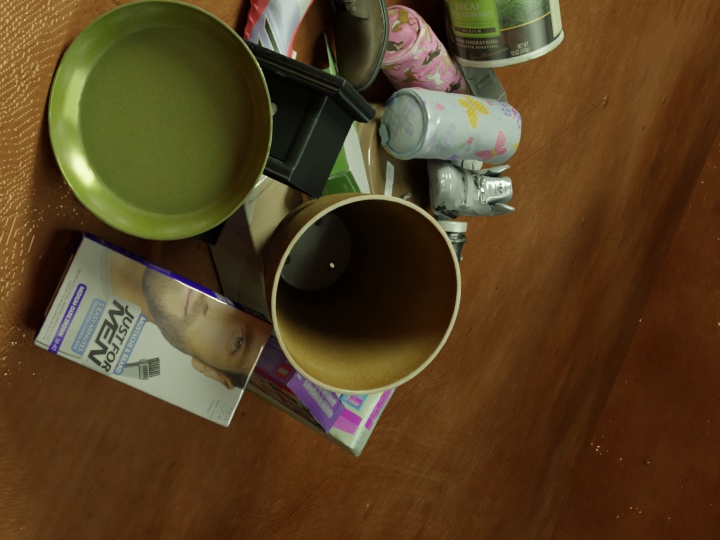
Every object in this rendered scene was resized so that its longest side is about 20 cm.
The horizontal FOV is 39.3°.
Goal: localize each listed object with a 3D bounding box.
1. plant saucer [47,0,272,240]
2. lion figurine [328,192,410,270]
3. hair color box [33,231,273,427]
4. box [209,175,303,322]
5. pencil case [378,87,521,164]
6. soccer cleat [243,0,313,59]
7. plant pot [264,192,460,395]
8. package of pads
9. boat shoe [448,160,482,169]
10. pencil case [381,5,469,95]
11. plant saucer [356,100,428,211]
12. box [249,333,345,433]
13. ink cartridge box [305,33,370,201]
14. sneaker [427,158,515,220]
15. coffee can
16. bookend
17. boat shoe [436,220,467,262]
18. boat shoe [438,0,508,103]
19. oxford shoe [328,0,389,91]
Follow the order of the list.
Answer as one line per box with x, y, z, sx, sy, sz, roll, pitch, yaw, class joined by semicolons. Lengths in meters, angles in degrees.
-0.170;-0.129;0.872;0.031;0.197;0.203;-56;166;-81;plant saucer
0.000;0.000;1.186;0.199;0.072;0.124;-32;122;-31;lion figurine
-0.195;0.056;0.957;0.198;0.065;0.111;26;89;-18;hair color box
-0.115;-0.045;1.125;0.095;0.077;0.202;-48;148;-30;box
0.116;-0.177;1.274;0.198;0.084;0.091;-4;150;-42;pencil case
-0.094;-0.255;1.035;0.076;0.067;0.202;26;95;-31;soccer cleat
-0.024;-0.001;1.007;0.183;0.200;0.190;-5;107;-19;plant pot
-0.049;0.106;1.225;0.156;0.198;0.068;-58;163;-14;package of pads
0.145;-0.164;1.476;0.066;0.074;0.201;-15;145;-13;boat shoe
0.071;-0.256;1.279;0.087;0.083;0.200;-51;152;1;pencil case
0.041;-0.119;1.299;0.199;0.029;0.204;17;70;-59;plant saucer
-0.119;0.091;1.094;0.039;0.198;0.137;-54;150;-15;box
-0.038;-0.156;1.147;0.104;0.058;0.203;59;17;-57;ink cartridge box
0.150;-0.114;1.366;0.200;0.113;0.077;39;45;-82;sneaker
0.167;-0.373;1.240;0.146;0.145;0.202;-41;128;-37;coffee can
-0.122;-0.105;0.935;0.202;0.197;0.092;-65;159;0;bookend
0.103;-0.040;1.419;0.073;0.200;0.061;4;92;-15;boat shoe
0.140;-0.284;1.392;0.074;0.073;0.202;-35;120;-30;boat shoe
-0.013;-0.301;1.121;0.084;0.072;0.204;-19;115;-50;oxford shoe
